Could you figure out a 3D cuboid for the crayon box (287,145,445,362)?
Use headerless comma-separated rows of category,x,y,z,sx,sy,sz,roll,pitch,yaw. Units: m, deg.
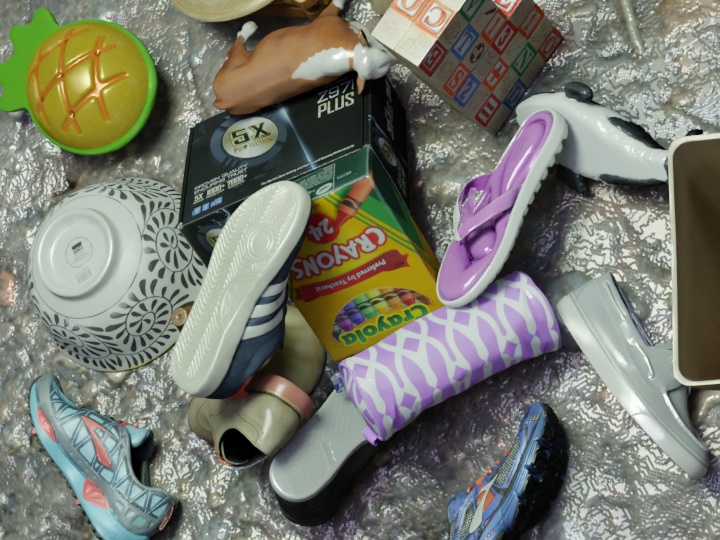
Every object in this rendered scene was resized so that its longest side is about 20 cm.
crayon box,0.000,0.000,1.572,0.126,0.200,0.051,-23,33,17

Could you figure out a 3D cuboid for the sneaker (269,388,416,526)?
sneaker,-0.009,0.154,1.605,0.071,0.099,0.200,42,63,16

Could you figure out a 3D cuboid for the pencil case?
pencil case,0.078,0.078,1.535,0.199,0.086,0.084,-27,32,-8

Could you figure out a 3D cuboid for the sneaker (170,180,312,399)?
sneaker,-0.087,0.020,1.510,0.075,0.084,0.201,35,99,40

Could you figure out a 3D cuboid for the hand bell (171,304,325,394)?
hand bell,-0.119,0.060,1.599,0.103,0.200,0.105,-6,74,22

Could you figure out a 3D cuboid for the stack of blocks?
stack of blocks,0.099,-0.210,1.574,0.058,0.200,0.115,36,93,27

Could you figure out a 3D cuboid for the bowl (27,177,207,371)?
bowl,-0.259,-0.007,1.736,0.199,0.094,0.202,-6,74,23

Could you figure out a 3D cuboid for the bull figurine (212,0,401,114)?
bull figurine,-0.047,-0.201,1.625,0.199,0.065,0.122,-13,33,24

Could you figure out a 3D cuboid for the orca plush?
orca plush,0.231,-0.126,1.566,0.199,0.071,0.106,8,118,53

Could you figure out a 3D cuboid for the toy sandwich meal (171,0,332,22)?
toy sandwich meal,-0.099,-0.313,1.744,0.204,0.070,0.206,-15,55,22

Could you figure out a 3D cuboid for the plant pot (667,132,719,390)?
plant pot,0.366,0.005,1.418,0.198,0.177,0.201,-5,74,21

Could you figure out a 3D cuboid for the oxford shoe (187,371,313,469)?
oxford shoe,-0.118,0.140,1.591,0.070,0.200,0.075,37,66,-15

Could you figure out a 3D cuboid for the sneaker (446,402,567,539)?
sneaker,0.114,0.204,1.536,0.078,0.075,0.201,24,86,30

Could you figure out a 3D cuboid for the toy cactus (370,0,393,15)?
toy cactus,0.030,-0.321,1.666,0.200,0.102,0.166,45,136,45

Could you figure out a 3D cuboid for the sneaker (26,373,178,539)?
sneaker,-0.244,0.174,1.704,0.095,0.079,0.200,-36,74,1

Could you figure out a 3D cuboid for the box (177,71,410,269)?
box,-0.060,-0.095,1.637,0.199,0.086,0.164,-22,36,17

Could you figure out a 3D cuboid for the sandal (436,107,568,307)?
sandal,0.111,-0.062,1.545,0.082,0.050,0.203,0,57,60

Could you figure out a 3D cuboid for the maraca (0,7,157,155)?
maraca,-0.290,-0.193,1.788,0.199,0.107,0.138,23,88,27

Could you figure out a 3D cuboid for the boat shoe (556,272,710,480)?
boat shoe,0.248,0.087,1.515,0.068,0.072,0.200,-39,56,9
